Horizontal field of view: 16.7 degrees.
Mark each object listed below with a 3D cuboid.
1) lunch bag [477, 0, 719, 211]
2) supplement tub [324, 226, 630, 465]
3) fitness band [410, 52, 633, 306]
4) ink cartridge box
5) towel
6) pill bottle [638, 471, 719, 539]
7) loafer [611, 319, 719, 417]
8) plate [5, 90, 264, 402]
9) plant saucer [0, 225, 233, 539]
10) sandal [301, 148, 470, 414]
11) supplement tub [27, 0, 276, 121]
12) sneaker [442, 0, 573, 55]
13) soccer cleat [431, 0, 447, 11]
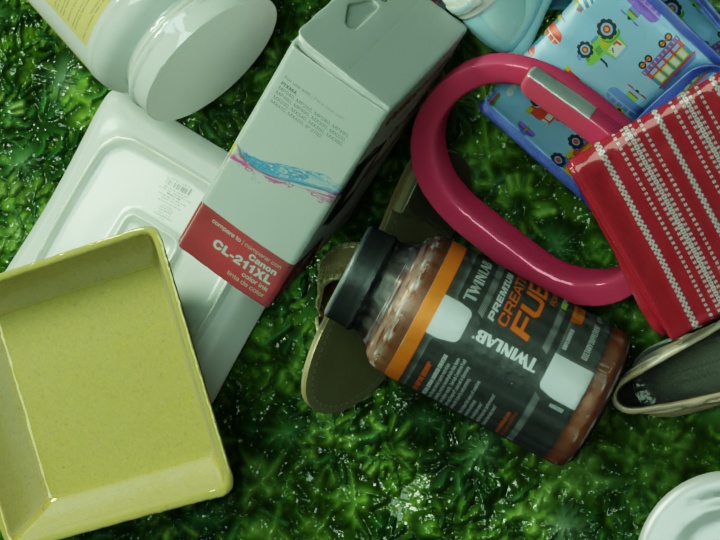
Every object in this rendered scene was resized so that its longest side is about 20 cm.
[{"bbox_3d":[0.210,-0.101,1.694,0.200,0.094,0.151,47,119,7],"label":"lunch bag"},{"bbox_3d":[0.078,0.046,1.684,0.200,0.107,0.107,27,90,-1],"label":"supplement tub"},{"bbox_3d":[0.127,-0.063,1.686,0.200,0.037,0.144,39,127,3],"label":"fitness band"},{"bbox_3d":[-0.026,-0.094,1.691,0.083,0.146,0.200,36,129,4],"label":"ink cartridge box"},{"bbox_3d":[0.253,-0.059,1.622,0.200,0.022,0.145,-30,100,5],"label":"towel"},{"bbox_3d":[0.252,0.194,1.589,0.119,0.200,0.120,-2,81,16],"label":"pill bottle"},{"bbox_3d":[0.259,0.058,1.645,0.200,0.063,0.072,-25,86,35],"label":"loafer"},{"bbox_3d":[-0.160,-0.011,1.828,0.199,0.032,0.200,31,91,19],"label":"plate"},{"bbox_3d":[-0.194,0.085,1.790,0.200,0.048,0.200,-17,89,24],"label":"plant saucer"},{"bbox_3d":[0.004,0.003,1.772,0.070,0.078,0.212,21,80,49],"label":"sandal"},{"bbox_3d":[-0.171,-0.223,1.802,0.145,0.145,0.200,-44,74,6],"label":"supplement tub"},{"bbox_3d":[0.130,-0.229,1.743,0.074,0.082,0.200,-7,40,52],"label":"sneaker"},{"bbox_3d":[0.025,-0.179,1.774,0.067,0.076,0.200,36,93,18],"label":"soccer cleat"}]
